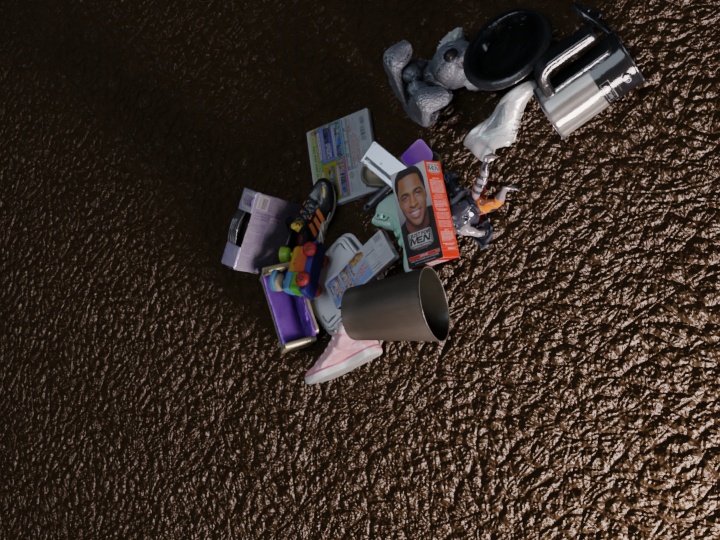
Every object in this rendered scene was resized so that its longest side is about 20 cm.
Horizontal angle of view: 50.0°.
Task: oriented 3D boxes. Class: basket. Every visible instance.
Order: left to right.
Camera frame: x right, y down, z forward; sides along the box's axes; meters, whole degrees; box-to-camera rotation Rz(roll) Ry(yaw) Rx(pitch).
[{"bbox_3d":[0.067,0.081,1.629,0.196,0.181,0.138,-7,49,25],"label":"basket"}]

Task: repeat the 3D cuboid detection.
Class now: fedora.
[{"bbox_3d":[0.313,-0.438,1.598,0.197,0.091,0.205,-14,59,25],"label":"fedora"}]

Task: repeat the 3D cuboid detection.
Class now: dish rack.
[{"bbox_3d":[-0.054,0.031,1.796,0.201,0.043,0.173,-48,63,18],"label":"dish rack"}]

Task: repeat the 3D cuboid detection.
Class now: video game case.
[{"bbox_3d":[-0.041,-0.263,1.844,0.179,0.022,0.205,-16,76,29],"label":"video game case"}]

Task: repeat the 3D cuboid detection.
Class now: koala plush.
[{"bbox_3d":[0.174,-0.427,1.676,0.198,0.184,0.179,-36,74,-1],"label":"koala plush"}]

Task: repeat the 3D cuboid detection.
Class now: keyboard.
[{"bbox_3d":[0.088,-0.199,1.677,0.199,0.011,0.057,41,99,13],"label":"keyboard"}]

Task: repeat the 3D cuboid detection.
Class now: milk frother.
[{"bbox_3d":[0.427,-0.404,1.526,0.186,0.181,0.202,-33,24,22],"label":"milk frother"}]

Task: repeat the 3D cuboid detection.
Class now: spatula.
[{"bbox_3d":[0.077,-0.200,1.695,0.200,0.021,0.057,-45,81,15],"label":"spatula"}]

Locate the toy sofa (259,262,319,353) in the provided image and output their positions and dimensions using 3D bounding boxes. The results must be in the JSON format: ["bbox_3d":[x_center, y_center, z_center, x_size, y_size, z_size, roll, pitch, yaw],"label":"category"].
[{"bbox_3d":[-0.169,0.082,1.808,0.098,0.081,0.204,128,127,-63],"label":"toy sofa"}]

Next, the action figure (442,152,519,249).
[{"bbox_3d":[0.220,-0.156,1.614,0.194,0.103,0.202,-51,56,27],"label":"action figure"}]

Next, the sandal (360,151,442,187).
[{"bbox_3d":[0.087,-0.226,1.731,0.195,0.054,0.083,-3,81,20],"label":"sandal"}]

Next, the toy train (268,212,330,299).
[{"bbox_3d":[-0.136,-0.040,1.771,0.113,0.085,0.205,3,69,25],"label":"toy train"}]

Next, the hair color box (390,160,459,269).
[{"bbox_3d":[0.133,-0.114,1.602,0.100,0.060,0.205,-19,79,43],"label":"hair color box"}]

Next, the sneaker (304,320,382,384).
[{"bbox_3d":[-0.051,0.179,1.753,0.197,0.075,0.107,-28,74,17],"label":"sneaker"}]

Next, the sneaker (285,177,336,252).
[{"bbox_3d":[-0.122,-0.119,1.815,0.069,0.089,0.204,31,110,25],"label":"sneaker"}]

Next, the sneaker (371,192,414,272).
[{"bbox_3d":[0.083,-0.079,1.707,0.116,0.074,0.206,-6,70,24],"label":"sneaker"}]

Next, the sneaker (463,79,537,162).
[{"bbox_3d":[0.306,-0.309,1.612,0.081,0.070,0.201,50,121,14],"label":"sneaker"}]

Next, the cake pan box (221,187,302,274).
[{"bbox_3d":[-0.233,-0.087,1.833,0.051,0.199,0.189,19,95,29],"label":"cake pan box"}]

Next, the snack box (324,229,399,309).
[{"bbox_3d":[0.000,0.000,1.711,0.200,0.024,0.073,-43,64,29],"label":"snack box"}]
